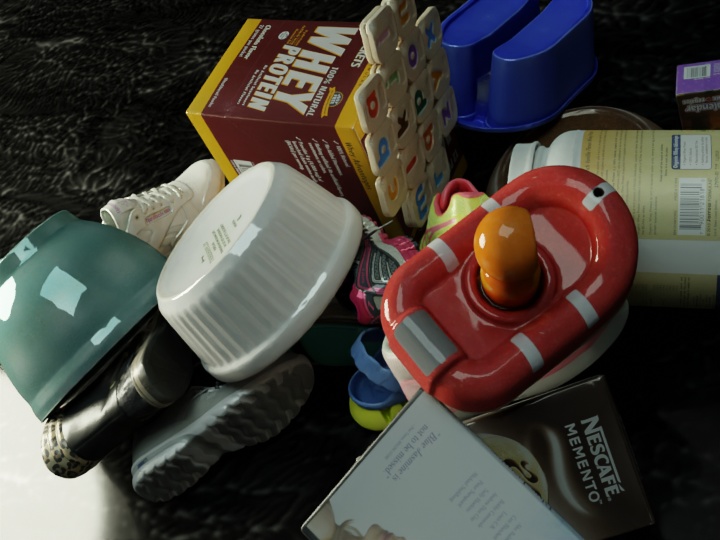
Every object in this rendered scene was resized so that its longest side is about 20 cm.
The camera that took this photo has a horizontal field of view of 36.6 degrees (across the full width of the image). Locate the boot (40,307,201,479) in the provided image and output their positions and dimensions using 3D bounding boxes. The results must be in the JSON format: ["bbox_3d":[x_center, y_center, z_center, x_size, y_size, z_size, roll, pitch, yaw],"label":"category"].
[{"bbox_3d":[-0.222,0.111,1.054,0.150,0.073,0.200,-39,14,14],"label":"boot"}]

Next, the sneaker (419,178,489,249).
[{"bbox_3d":[0.092,-0.037,0.976,0.077,0.092,0.200,-5,4,-6],"label":"sneaker"}]

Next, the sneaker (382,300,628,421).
[{"bbox_3d":[0.106,0.046,0.863,0.198,0.105,0.076,-28,28,23],"label":"sneaker"}]

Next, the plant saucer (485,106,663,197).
[{"bbox_3d":[0.210,-0.089,1.049,0.197,0.035,0.203,-14,50,17],"label":"plant saucer"}]

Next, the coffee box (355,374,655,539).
[{"bbox_3d":[0.111,0.164,0.830,0.197,0.080,0.115,-21,80,11],"label":"coffee box"}]

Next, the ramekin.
[{"bbox_3d":[-0.098,-0.008,0.981,0.202,0.094,0.203,-39,24,21],"label":"ramekin"}]

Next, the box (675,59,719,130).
[{"bbox_3d":[0.376,-0.123,0.919,0.197,0.137,0.040,-4,51,25],"label":"box"}]

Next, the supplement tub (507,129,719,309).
[{"bbox_3d":[0.226,-0.044,0.907,0.197,0.145,0.146,2,54,16],"label":"supplement tub"}]

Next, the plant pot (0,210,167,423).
[{"bbox_3d":[-0.284,0.028,1.066,0.200,0.134,0.200,-44,4,4],"label":"plant pot"}]

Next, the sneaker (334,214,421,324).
[{"bbox_3d":[0.000,0.000,0.996,0.074,0.082,0.200,-25,12,-13],"label":"sneaker"}]

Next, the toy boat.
[{"bbox_3d":[0.109,-0.001,0.779,0.199,0.131,0.131,-37,66,-12],"label":"toy boat"}]

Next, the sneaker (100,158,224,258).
[{"bbox_3d":[-0.225,-0.057,1.200,0.074,0.100,0.201,20,63,40],"label":"sneaker"}]

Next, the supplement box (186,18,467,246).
[{"bbox_3d":[-0.027,-0.130,1.089,0.197,0.198,0.134,10,57,32],"label":"supplement box"}]

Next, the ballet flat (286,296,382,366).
[{"bbox_3d":[-0.053,0.056,1.045,0.197,0.069,0.068,-9,44,19],"label":"ballet flat"}]

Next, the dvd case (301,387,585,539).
[{"bbox_3d":[0.071,0.205,0.786,0.200,0.018,0.143,43,96,12],"label":"dvd case"}]

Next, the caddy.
[{"bbox_3d":[0.160,-0.214,1.123,0.140,0.106,0.200,21,47,32],"label":"caddy"}]

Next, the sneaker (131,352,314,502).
[{"bbox_3d":[-0.137,0.128,1.019,0.198,0.075,0.082,-31,47,1],"label":"sneaker"}]

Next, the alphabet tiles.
[{"bbox_3d":[0.043,-0.146,0.980,0.014,0.202,0.196,2,35,25],"label":"alphabet tiles"}]

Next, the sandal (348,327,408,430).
[{"bbox_3d":[0.070,0.066,0.959,0.198,0.088,0.080,-30,44,-1],"label":"sandal"}]
